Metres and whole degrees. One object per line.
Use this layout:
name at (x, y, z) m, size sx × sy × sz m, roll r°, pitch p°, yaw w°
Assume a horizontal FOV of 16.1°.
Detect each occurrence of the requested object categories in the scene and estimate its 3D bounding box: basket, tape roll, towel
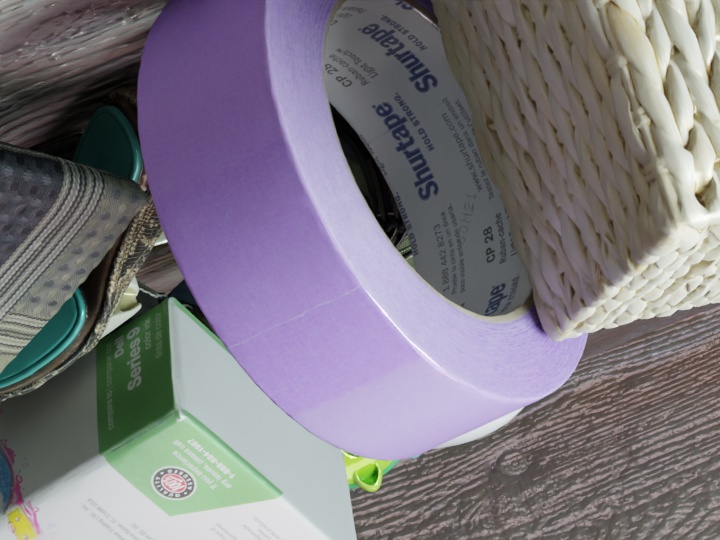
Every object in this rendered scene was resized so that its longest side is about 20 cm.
basket at (0.129, -0.093, 0.914) m, size 0.160 × 0.201 × 0.198 m, roll -17°, pitch 170°, yaw -13°
tape roll at (0.006, -0.033, 0.971) m, size 0.065 × 0.201 × 0.200 m, roll -26°, pitch 170°, yaw 30°
towel at (-0.211, 0.012, 1.035) m, size 0.200 × 0.035 × 0.192 m, roll -46°, pitch 148°, yaw 25°

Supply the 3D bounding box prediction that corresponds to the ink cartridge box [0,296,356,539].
ink cartridge box at (-0.122, 0.125, 1.224) m, size 0.200 × 0.088 × 0.145 m, roll -33°, pitch 128°, yaw 18°

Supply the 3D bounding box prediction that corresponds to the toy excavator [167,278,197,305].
toy excavator at (-0.057, 0.027, 1.439) m, size 0.200 × 0.100 × 0.194 m, roll -44°, pitch 173°, yaw 3°

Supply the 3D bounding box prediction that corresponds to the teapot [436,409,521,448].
teapot at (0.000, 0.000, 1.265) m, size 0.145 × 0.201 × 0.197 m, roll -9°, pitch -162°, yaw 36°

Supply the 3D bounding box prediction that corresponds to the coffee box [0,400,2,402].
coffee box at (-0.205, 0.049, 1.476) m, size 0.122 × 0.044 × 0.200 m, roll -21°, pitch 171°, yaw -6°

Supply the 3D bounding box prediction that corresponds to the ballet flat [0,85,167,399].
ballet flat at (-0.116, -0.010, 1.143) m, size 0.075 × 0.068 × 0.200 m, roll -11°, pitch 150°, yaw -44°

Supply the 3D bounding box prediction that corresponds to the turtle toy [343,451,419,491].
turtle toy at (-0.027, 0.060, 1.554) m, size 0.145 × 0.201 × 0.101 m, roll -23°, pitch 143°, yaw -6°

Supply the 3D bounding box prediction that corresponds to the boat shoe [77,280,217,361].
boat shoe at (-0.084, 0.044, 1.274) m, size 0.056 × 0.069 × 0.200 m, roll -25°, pitch 144°, yaw 21°

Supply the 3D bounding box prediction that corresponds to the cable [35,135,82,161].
cable at (-0.183, -0.016, 1.219) m, size 0.097 × 0.051 × 0.200 m, roll -8°, pitch 154°, yaw -23°

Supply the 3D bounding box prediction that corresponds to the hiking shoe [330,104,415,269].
hiking shoe at (-0.018, -0.023, 1.070) m, size 0.075 × 0.101 × 0.200 m, roll -25°, pitch 138°, yaw 28°
